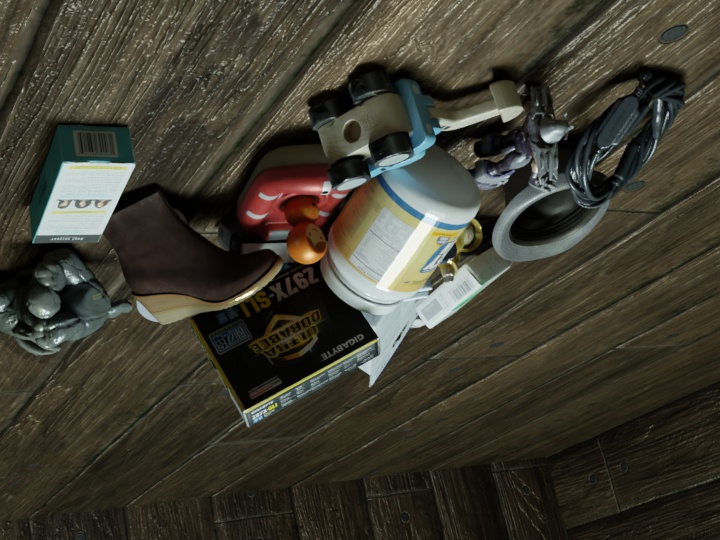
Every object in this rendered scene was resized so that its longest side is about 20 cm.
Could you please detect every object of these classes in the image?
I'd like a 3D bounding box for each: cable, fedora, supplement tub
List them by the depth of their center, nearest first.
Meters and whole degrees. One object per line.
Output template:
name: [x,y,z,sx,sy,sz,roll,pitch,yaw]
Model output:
supplement tub: [0.046,-0.055,1.367,0.144,0.145,0.200,3,135,-38]
cable: [0.342,-0.169,1.388,0.163,0.051,0.201,-8,133,-52]
fedora: [0.262,-0.105,1.518,0.176,0.091,0.200,-12,152,-10]

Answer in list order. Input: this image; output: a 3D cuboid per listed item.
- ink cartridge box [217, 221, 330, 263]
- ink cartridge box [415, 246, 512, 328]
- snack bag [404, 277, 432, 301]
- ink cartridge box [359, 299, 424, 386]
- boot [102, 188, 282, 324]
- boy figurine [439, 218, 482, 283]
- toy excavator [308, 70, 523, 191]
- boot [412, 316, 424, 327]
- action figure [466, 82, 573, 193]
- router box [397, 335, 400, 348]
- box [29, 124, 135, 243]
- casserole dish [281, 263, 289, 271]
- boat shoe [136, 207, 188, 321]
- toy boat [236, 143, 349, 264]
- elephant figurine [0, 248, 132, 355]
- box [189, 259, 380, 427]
ink cartridge box: [-0.090,-0.040,1.476,0.199,0.037,0.095,0,-160,-28]
ink cartridge box: [0.199,0.004,1.707,0.199,0.050,0.161,-28,169,-38]
snack bag: [0.000,0.000,1.537,0.187,0.200,0.022,-11,119,1]
ink cartridge box: [0.051,0.056,1.664,0.040,0.200,0.201,27,150,15]
boot: [-0.216,-0.029,1.347,0.199,0.072,0.167,-21,114,12]
boy figurine: [0.132,-0.045,1.560,0.064,0.125,0.200,-1,-179,18]
toy excavator: [0.068,-0.173,1.242,0.194,0.101,0.199,-25,170,34]
boot: [0.051,0.079,1.896,0.090,0.073,0.200,-24,159,11]
action figure: [0.203,-0.156,1.314,0.069,0.131,0.200,10,168,-22]
router box: [-0.051,0.095,1.807,0.199,0.051,0.150,-19,124,16]
box: [-0.325,-0.096,1.234,0.082,0.049,0.200,-2,157,-28]
casserole dish: [-0.126,0.015,1.533,0.039,0.121,0.200,-38,174,8]
boat shoe: [-0.268,-0.019,1.451,0.073,0.066,0.201,19,132,-5]
toy boat: [-0.073,-0.072,1.337,0.130,0.132,0.200,-4,158,-24]
elephant figurine: [-0.453,0.049,1.465,0.199,0.156,0.142,-15,-154,36]
box: [-0.098,0.086,1.383,0.199,0.160,0.049,-27,148,-15]
